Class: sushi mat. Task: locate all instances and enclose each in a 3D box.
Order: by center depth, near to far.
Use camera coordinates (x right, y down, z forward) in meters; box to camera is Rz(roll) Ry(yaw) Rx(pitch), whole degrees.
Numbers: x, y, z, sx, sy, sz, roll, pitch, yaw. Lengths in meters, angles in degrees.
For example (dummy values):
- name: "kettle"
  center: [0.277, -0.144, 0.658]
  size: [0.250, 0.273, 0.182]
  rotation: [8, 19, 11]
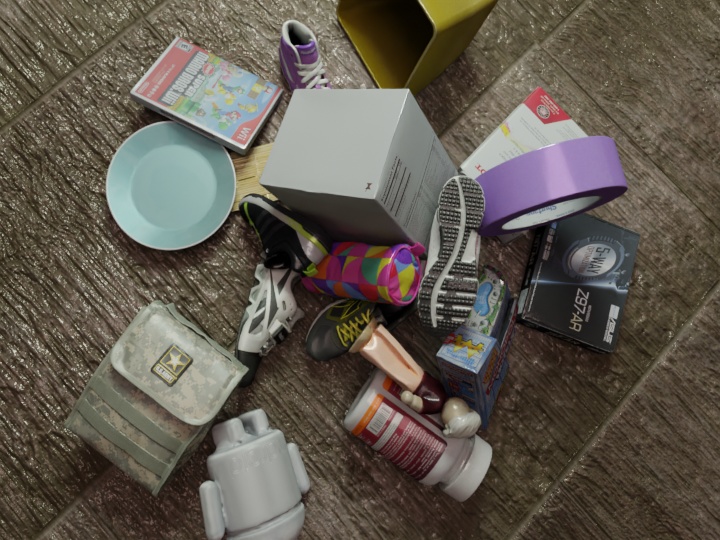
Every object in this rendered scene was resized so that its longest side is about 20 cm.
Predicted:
- name: "sushi mat"
  center: [-0.198, -0.143, 0.880]
  size: [0.195, 0.012, 0.098]
  rotation: [-15, 83, -8]

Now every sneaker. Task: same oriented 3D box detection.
- name: "sneaker"
  center: [0.119, -0.015, 0.716]
  size: [0.072, 0.080, 0.205]
  rotation: [13, 91, 3]
- name: "sneaker"
  center: [-0.127, -0.048, 0.798]
  size: [0.198, 0.072, 0.084]
  rotation: [25, 76, 39]
- name: "sneaker"
  center: [0.003, 0.069, 0.813]
  size: [0.198, 0.085, 0.075]
  rotation: [-34, 98, -1]
- name: "sneaker"
  center: [-0.130, 0.077, 0.816]
  size: [0.086, 0.074, 0.205]
  rotation: [14, 79, -1]
- name: "sneaker"
  center: [-0.076, -0.294, 0.869]
  size: [0.072, 0.114, 0.203]
  rotation: [-29, 85, -11]

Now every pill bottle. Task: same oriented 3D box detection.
- name: "pill bottle"
  center: [0.082, 0.233, 0.792]
  size: [0.198, 0.110, 0.111]
  rotation: [35, 78, 2]

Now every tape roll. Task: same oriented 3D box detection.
- name: "tape roll"
  center: [0.245, -0.106, 0.737]
  size: [0.195, 0.200, 0.067]
  rotation: [-13, 81, -8]

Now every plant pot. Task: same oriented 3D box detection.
- name: "plant pot"
  center: [0.099, -0.422, 0.876]
  size: [0.174, 0.200, 0.203]
  rotation: [-29, 83, -21]

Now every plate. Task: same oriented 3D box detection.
- name: "plate"
  center: [-0.288, -0.129, 0.849]
  size: [0.194, 0.026, 0.206]
  rotation: [1, 80, -5]

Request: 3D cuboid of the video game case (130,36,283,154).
- name: "video game case"
  center: [-0.240, -0.281, 0.878]
  size: [0.196, 0.018, 0.145]
  rotation: [26, 61, -1]

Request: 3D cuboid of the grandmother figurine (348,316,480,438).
- name: "grandmother figurine"
  center: [0.076, 0.149, 0.730]
  size: [0.199, 0.121, 0.061]
  rotation: [39, 116, 2]

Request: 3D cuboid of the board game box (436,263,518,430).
- name: "board game box"
  center: [0.172, 0.107, 0.777]
  size: [0.061, 0.200, 0.204]
  rotation: [18, 77, 26]

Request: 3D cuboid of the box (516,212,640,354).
- name: "box"
  center: [0.349, 0.012, 0.891]
  size: [0.157, 0.044, 0.204]
  rotation: [20, 78, -1]

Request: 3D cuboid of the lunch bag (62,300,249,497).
- name: "lunch bag"
  center: [-0.266, 0.163, 0.744]
  size: [0.163, 0.118, 0.202]
  rotation: [35, 98, 1]

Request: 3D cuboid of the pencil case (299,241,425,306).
- name: "pencil case"
  center: [0.000, 0.000, 0.779]
  size: [0.087, 0.197, 0.091]
  rotation: [-5, 97, -46]

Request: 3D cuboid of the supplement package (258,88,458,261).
- name: "supplement package"
  center: [0.005, -0.130, 0.767]
  size: [0.187, 0.200, 0.150]
  rotation: [12, 76, 31]

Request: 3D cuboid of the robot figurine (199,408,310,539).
- name: "robot figurine"
  center: [-0.143, 0.300, 0.755]
  size: [0.167, 0.112, 0.205]
  rotation: [-12, 80, -42]

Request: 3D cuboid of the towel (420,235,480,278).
- name: "towel"
  center: [0.095, -0.019, 0.879]
  size: [0.194, 0.030, 0.150]
  rotation: [9, 80, -4]

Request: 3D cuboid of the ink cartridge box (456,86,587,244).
- name: "ink cartridge box"
  center: [0.261, -0.167, 0.893]
  size: [0.200, 0.083, 0.146]
  rotation: [-44, 88, -11]
